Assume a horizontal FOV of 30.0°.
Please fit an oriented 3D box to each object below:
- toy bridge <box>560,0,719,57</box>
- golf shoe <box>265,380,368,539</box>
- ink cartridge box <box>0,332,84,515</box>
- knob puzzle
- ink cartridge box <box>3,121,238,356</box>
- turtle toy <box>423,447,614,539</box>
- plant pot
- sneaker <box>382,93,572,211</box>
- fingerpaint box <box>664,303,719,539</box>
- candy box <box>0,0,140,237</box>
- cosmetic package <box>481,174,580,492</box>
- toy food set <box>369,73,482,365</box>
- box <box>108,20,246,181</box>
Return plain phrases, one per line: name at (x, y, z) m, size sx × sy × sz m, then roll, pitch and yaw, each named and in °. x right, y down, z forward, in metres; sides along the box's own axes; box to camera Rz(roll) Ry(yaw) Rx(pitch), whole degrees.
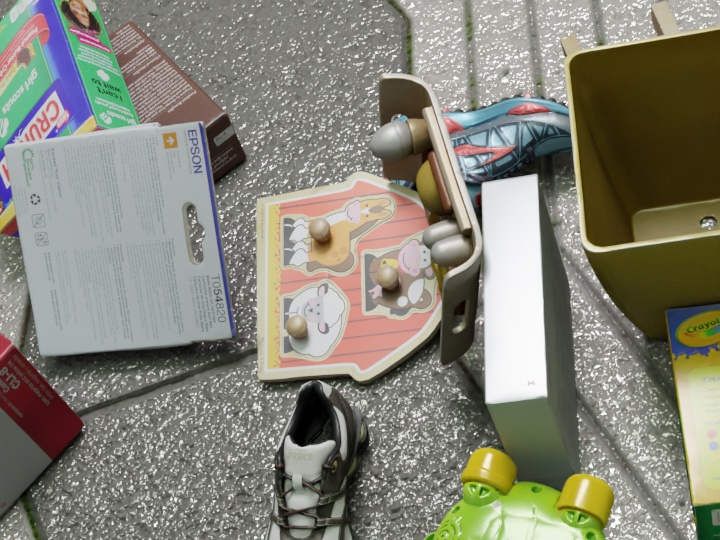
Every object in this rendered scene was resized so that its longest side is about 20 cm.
toy bridge at (0.293, -0.222, 1.271) m, size 0.198 × 0.027 × 0.068 m, roll -18°, pitch 54°, yaw 5°
golf shoe at (-0.045, 0.181, 1.053) m, size 0.077 × 0.095 × 0.202 m, roll -4°, pitch 56°, yaw 14°
ink cartridge box at (-0.376, 0.140, 1.158) m, size 0.145 × 0.145 × 0.200 m, roll 30°, pitch 70°, yaw 33°
knob puzzle at (0.000, 0.000, 1.180) m, size 0.217 × 0.030 × 0.222 m, roll -6°, pitch 66°, yaw 15°
ink cartridge box at (-0.211, -0.028, 1.213) m, size 0.197 × 0.202 × 0.041 m, roll -5°, pitch 10°, yaw 15°
turtle toy at (0.135, 0.223, 0.957) m, size 0.198 × 0.101 × 0.147 m, roll 12°, pitch 60°, yaw 25°
plant pot at (0.276, -0.056, 1.062) m, size 0.197 × 0.177 × 0.202 m, roll -8°, pitch 53°, yaw 12°
sneaker at (0.117, -0.096, 1.222) m, size 0.198 × 0.079 × 0.097 m, roll -6°, pitch 67°, yaw 22°
fingerpaint box at (0.336, 0.103, 0.994) m, size 0.197 × 0.074 × 0.168 m, roll -9°, pitch 54°, yaw 12°
candy box at (-0.310, -0.156, 1.325) m, size 0.169 × 0.077 × 0.201 m, roll -40°, pitch 60°, yaw 27°
cosmetic package at (0.133, 0.051, 1.050) m, size 0.051 × 0.151 × 0.202 m, roll -7°, pitch 53°, yaw 13°
toy food set at (0.049, -0.041, 1.095) m, size 0.060 × 0.144 × 0.202 m, roll -11°, pitch 59°, yaw -5°
box at (-0.213, -0.159, 1.366) m, size 0.100 × 0.075 × 0.200 m, roll -37°, pitch 51°, yaw -10°
